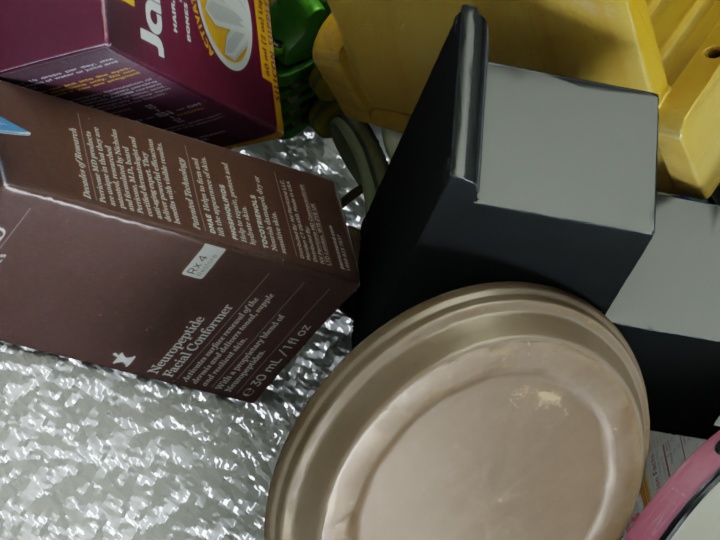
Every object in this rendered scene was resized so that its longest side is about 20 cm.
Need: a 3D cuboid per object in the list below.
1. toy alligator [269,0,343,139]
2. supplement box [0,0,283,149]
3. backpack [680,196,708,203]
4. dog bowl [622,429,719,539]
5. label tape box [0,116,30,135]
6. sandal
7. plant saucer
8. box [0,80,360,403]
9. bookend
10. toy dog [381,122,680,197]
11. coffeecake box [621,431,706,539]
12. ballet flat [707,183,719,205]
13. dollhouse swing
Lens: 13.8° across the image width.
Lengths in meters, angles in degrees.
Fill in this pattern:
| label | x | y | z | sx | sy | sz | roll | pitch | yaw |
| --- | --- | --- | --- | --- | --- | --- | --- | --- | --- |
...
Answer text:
| label | x | y | z | sx | sy | sz | roll | pitch | yaw |
| --- | --- | --- | --- | --- | --- | --- | --- | --- | --- |
| toy alligator | -0.035 | -0.117 | 1.549 | 0.054 | 0.200 | 0.059 | -31 | 67 | -15 |
| supplement box | -0.118 | -0.127 | 1.432 | 0.200 | 0.085 | 0.111 | 22 | 58 | -66 |
| backpack | 0.245 | -0.005 | 1.693 | 0.200 | 0.135 | 0.183 | 40 | 25 | -8 |
| dog bowl | 0.188 | 0.153 | 1.440 | 0.074 | 0.200 | 0.200 | 36 | 29 | 28 |
| label tape box | -0.249 | -0.118 | 1.313 | 0.144 | 0.063 | 0.200 | 5 | 12 | -42 |
| sandal | 0.000 | 0.000 | 1.519 | 0.080 | 0.057 | 0.201 | 68 | 11 | -52 |
| plant saucer | 0.051 | 0.100 | 1.352 | 0.200 | 0.200 | 0.029 | 13 | 18 | -36 |
| box | -0.110 | -0.012 | 1.395 | 0.200 | 0.100 | 0.075 | 16 | 42 | -32 |
| bookend | 0.113 | -0.015 | 1.391 | 0.198 | 0.200 | 0.092 | 10 | 60 | -8 |
| toy dog | 0.104 | -0.012 | 1.565 | 0.194 | 0.139 | 0.200 | 18 | 49 | -60 |
| coffeecake box | 0.250 | 0.090 | 1.550 | 0.153 | 0.200 | 0.073 | 21 | 41 | -27 |
| ballet flat | 0.196 | -0.010 | 1.575 | 0.066 | 0.057 | 0.200 | -82 | 149 | -75 |
| dollhouse swing | 0.090 | -0.149 | 1.449 | 0.200 | 0.176 | 0.182 | 14 | 46 | 26 |
